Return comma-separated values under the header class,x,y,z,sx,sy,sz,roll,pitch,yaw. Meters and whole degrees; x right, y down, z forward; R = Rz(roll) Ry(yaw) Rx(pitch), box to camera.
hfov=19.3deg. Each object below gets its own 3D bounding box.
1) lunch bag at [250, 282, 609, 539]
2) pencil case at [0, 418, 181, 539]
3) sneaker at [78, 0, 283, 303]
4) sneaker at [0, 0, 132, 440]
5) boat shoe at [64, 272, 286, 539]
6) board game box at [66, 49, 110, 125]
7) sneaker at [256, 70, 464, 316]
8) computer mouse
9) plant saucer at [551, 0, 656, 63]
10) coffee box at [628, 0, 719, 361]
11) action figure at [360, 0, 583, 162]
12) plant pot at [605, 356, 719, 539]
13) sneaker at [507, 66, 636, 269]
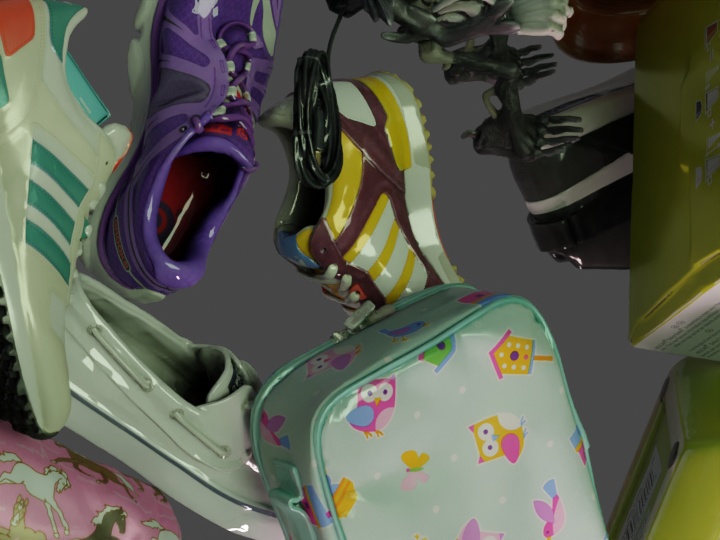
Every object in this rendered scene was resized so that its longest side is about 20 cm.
class,x,y,z,sx,sy,sz,roll,pitch,yaw
lunch bag,0.033,0.111,1.055,0.160,0.077,0.201,-27,112,-23
pencil case,-0.176,0.112,0.979,0.200,0.083,0.087,26,106,-33
sneaker,-0.071,-0.078,1.050,0.080,0.083,0.201,21,78,-34
sneaker,-0.139,-0.027,0.952,0.093,0.070,0.201,-15,97,-29
boat shoe,-0.080,0.069,1.040,0.200,0.074,0.065,32,114,-32
board game box,-0.232,-0.071,0.957,0.200,0.047,0.151,-44,115,-26
sneaker,0.000,0.000,1.112,0.090,0.075,0.201,-17,92,-31
computer mouse,-0.020,-0.129,1.085,0.059,0.034,0.201,53,38,-49
plant saucer,0.193,-0.182,1.179,0.200,0.200,0.032,-10,68,-35
coffee box,0.266,-0.067,1.098,0.197,0.200,0.200,9,69,-14
action figure,0.056,-0.147,1.094,0.200,0.102,0.119,51,25,-50
plant pot,0.228,0.159,1.137,0.181,0.199,0.201,19,106,0
sneaker,0.174,-0.060,1.237,0.199,0.073,0.112,-20,105,-25
